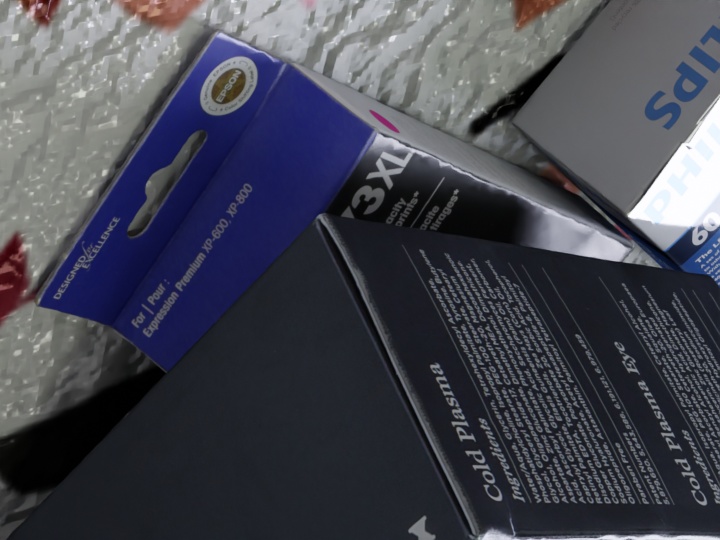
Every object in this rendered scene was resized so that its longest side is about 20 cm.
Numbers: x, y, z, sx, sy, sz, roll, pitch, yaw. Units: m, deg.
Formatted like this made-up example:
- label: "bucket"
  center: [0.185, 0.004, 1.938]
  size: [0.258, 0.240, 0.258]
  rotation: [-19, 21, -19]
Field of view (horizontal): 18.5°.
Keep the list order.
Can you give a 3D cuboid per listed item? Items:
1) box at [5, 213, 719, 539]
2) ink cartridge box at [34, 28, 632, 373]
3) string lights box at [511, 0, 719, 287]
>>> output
- label: "box"
  center: [0.010, 0.091, 0.656]
  size: [0.182, 0.104, 0.200]
  rotation: [7, 137, -47]
- label: "ink cartridge box"
  center: [0.000, 0.000, 0.670]
  size: [0.200, 0.037, 0.095]
  rotation: [21, 109, -50]
- label: "string lights box"
  center: [0.142, -0.036, 0.759]
  size: [0.103, 0.059, 0.200]
  rotation: [-50, 145, 3]
